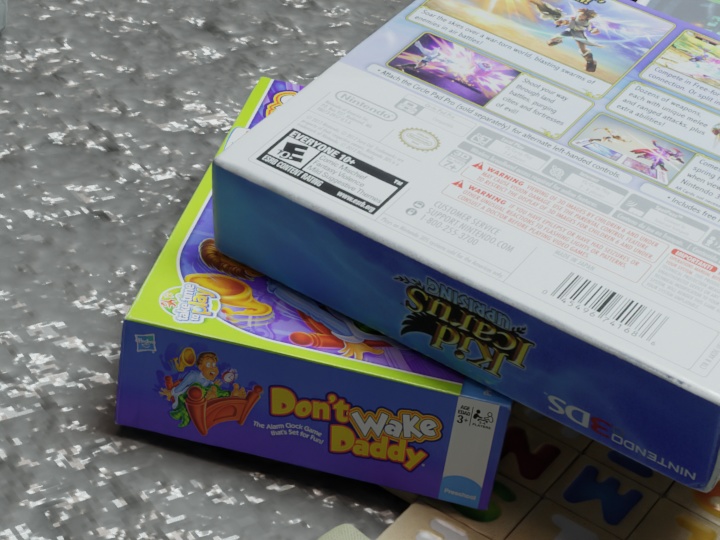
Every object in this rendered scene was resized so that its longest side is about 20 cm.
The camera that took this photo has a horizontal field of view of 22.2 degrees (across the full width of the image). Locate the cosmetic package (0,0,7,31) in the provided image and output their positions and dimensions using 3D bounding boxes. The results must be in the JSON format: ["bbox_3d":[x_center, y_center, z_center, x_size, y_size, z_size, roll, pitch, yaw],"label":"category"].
[{"bbox_3d":[-0.236,-0.203,0.870,0.080,0.114,0.200,-9,41,-31],"label":"cosmetic package"}]

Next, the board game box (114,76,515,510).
[{"bbox_3d":[0.000,0.000,0.696,0.133,0.045,0.201,12,31,4],"label":"board game box"}]

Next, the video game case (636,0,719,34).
[{"bbox_3d":[0.200,-0.088,0.781,0.180,0.024,0.200,15,40,21],"label":"video game case"}]

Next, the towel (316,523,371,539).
[{"bbox_3d":[0.010,0.164,0.479,0.191,0.035,0.199,28,37,27],"label":"towel"}]

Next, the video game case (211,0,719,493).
[{"bbox_3d":[0.079,-0.030,0.652,0.199,0.046,0.181,26,46,24],"label":"video game case"}]

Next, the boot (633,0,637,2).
[{"bbox_3d":[0.210,-0.117,0.938,0.154,0.073,0.201,14,25,-7],"label":"boot"}]

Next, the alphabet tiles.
[{"bbox_3d":[0.099,0.088,0.641,0.199,0.008,0.167,27,35,20],"label":"alphabet tiles"}]
